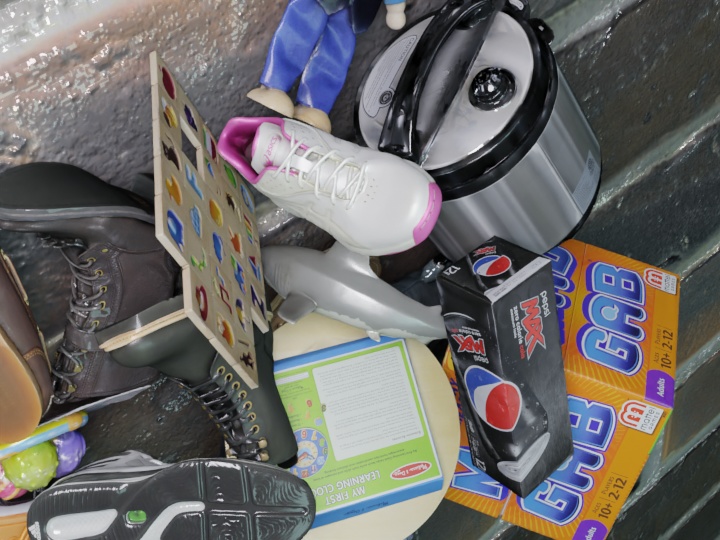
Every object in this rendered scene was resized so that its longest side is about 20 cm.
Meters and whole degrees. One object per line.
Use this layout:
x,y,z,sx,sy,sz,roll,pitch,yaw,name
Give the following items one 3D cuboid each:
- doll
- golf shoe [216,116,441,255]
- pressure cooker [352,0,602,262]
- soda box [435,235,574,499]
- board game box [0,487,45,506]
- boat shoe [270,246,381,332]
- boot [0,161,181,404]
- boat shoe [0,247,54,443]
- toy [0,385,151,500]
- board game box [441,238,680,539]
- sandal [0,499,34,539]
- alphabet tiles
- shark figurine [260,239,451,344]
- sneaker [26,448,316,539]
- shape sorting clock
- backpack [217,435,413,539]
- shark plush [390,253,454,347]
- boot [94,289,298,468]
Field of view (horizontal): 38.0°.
-0.010,-0.206,0.775,0.135,0.048,0.203,17,100,-45,doll
-0.029,-0.065,0.749,0.091,0.199,0.076,24,88,-44,golf shoe
0.092,-0.116,0.843,0.177,0.178,0.200,-26,143,17,pressure cooker
0.118,0.080,0.831,0.070,0.063,0.202,-33,127,-27,soda box
-0.314,0.249,0.835,0.119,0.032,0.203,-12,127,-35,board game box
-0.050,0.052,0.923,0.199,0.064,0.072,-40,141,-16,boat shoe
-0.192,0.019,0.746,0.198,0.069,0.176,0,118,-49,boot
-0.253,0.010,0.658,0.069,0.070,0.203,-16,109,2,boat shoe
-0.252,0.140,0.747,0.198,0.115,0.048,-15,85,-36,toy
0.179,0.105,1.017,0.201,0.197,0.202,-63,169,-52,board game box
-0.246,0.218,0.795,0.080,0.059,0.206,-66,158,6,sandal
-0.101,-0.026,0.721,0.007,0.202,0.168,-18,142,10,alphabet tiles
0.016,0.008,0.820,0.128,0.211,0.091,-68,174,-78,shark figurine
-0.129,0.156,0.758,0.197,0.115,0.077,-2,100,0,sneaker
-0.014,0.133,0.865,0.199,0.201,0.039,-38,173,-17,shape sorting clock
-0.035,0.195,0.962,0.154,0.198,0.192,-47,132,-22,backpack
0.071,0.020,1.000,0.198,0.091,0.084,-24,148,-38,shark plush
-0.100,0.087,0.744,0.076,0.141,0.199,-18,174,23,boot
